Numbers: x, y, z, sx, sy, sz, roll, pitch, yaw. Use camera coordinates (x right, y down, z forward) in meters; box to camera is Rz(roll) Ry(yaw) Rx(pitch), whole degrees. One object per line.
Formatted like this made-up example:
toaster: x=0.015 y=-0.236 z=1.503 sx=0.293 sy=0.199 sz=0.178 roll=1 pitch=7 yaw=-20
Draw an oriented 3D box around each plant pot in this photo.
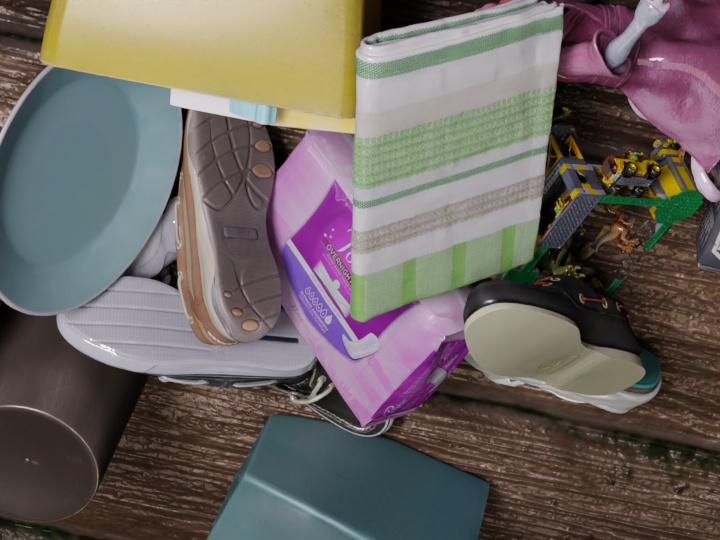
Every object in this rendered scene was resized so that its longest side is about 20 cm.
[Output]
plant pot: x=-0.077 y=-0.225 z=0.978 sx=0.198 sy=0.200 sz=0.178 roll=10 pitch=112 yaw=1
plant pot: x=-0.018 y=0.222 z=1.299 sx=0.199 sy=0.142 sz=0.142 roll=28 pitch=123 yaw=-3

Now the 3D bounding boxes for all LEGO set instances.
LEGO set: x=0.143 y=-0.052 z=1.124 sx=0.152 sy=0.117 sz=0.201 roll=-4 pitch=145 yaw=-25

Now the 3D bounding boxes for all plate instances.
plate: x=-0.194 y=-0.066 z=1.045 sx=0.025 sy=0.200 sz=0.202 roll=23 pitch=129 yaw=26

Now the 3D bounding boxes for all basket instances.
basket: x=-0.234 y=0.087 z=1.193 sx=0.135 sy=0.201 sz=0.181 roll=25 pitch=124 yaw=-10

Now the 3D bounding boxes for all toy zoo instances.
toy zoo: x=-0.051 y=-0.126 z=1.026 sx=0.130 sy=0.200 sz=0.021 roll=9 pitch=110 yaw=1

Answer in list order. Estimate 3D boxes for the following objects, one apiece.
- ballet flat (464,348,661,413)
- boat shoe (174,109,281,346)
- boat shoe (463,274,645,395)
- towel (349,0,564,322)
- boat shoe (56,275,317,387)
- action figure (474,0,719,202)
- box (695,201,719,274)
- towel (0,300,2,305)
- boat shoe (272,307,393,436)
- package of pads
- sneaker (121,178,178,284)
ballet flat: x=0.141 y=0.072 z=1.222 sx=0.198 sy=0.070 sz=0.070 roll=18 pitch=125 yaw=-6
boat shoe: x=-0.108 y=-0.041 z=1.113 sx=0.075 sy=0.202 sz=0.072 roll=11 pitch=157 yaw=-37
boat shoe: x=0.132 y=0.039 z=1.083 sx=0.073 sy=0.064 sz=0.201 roll=-29 pitch=151 yaw=30
towel: x=0.056 y=-0.071 z=0.974 sx=0.148 sy=0.031 sz=0.201 roll=-17 pitch=131 yaw=-25
boat shoe: x=-0.131 y=0.059 z=1.147 sx=0.198 sy=0.073 sz=0.071 roll=12 pitch=148 yaw=-14
action figure: x=0.170 y=-0.150 z=1.027 sx=0.198 sy=0.134 sz=0.150 roll=8 pitch=126 yaw=-9
box: x=0.348 y=-0.073 z=1.099 sx=0.160 sy=0.049 sz=0.201 roll=15 pitch=125 yaw=1
towel: x=-0.301 y=0.047 z=1.177 sx=0.032 sy=0.201 sz=0.192 roll=19 pitch=123 yaw=-8
boat shoe: x=-0.048 y=0.077 z=1.244 sx=0.071 sy=0.064 sz=0.200 roll=-35 pitch=113 yaw=27
package of pads: x=0.000 y=0.000 z=1.123 sx=0.121 sy=0.075 sz=0.201 roll=-49 pitch=65 yaw=35
sneaker: x=-0.178 y=-0.077 z=1.150 sx=0.114 sy=0.075 sz=0.202 roll=5 pitch=100 yaw=-35
